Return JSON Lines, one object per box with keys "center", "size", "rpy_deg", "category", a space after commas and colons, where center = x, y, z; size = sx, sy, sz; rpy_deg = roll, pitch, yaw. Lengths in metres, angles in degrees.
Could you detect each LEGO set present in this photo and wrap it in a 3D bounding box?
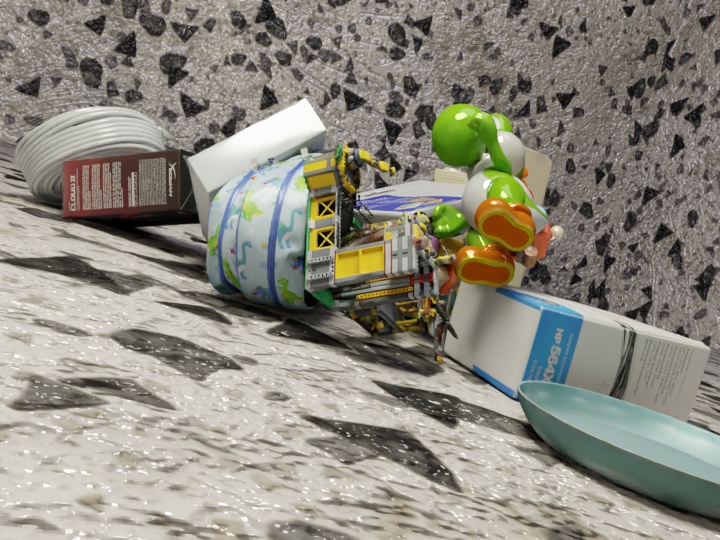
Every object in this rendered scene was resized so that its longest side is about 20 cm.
{"center": [0.036, -0.022, 0.653], "size": [0.114, 0.156, 0.200], "rpy_deg": [-10, -35, 22], "category": "LEGO set"}

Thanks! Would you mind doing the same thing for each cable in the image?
{"center": [-0.372, -0.155, 1.034], "size": [0.197, 0.070, 0.200], "rpy_deg": [-22, -10, 3], "category": "cable"}

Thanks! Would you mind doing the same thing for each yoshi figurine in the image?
{"center": [0.108, -0.089, 0.704], "size": [0.111, 0.202, 0.113], "rpy_deg": [-17, -50, 21], "category": "yoshi figurine"}

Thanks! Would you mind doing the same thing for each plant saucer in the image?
{"center": [0.199, 0.122, 0.501], "size": [0.196, 0.028, 0.200], "rpy_deg": [16, 5, -1], "category": "plant saucer"}

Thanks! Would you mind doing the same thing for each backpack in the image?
{"center": [-0.071, -0.035, 0.732], "size": [0.151, 0.166, 0.200], "rpy_deg": [8, 17, -8], "category": "backpack"}

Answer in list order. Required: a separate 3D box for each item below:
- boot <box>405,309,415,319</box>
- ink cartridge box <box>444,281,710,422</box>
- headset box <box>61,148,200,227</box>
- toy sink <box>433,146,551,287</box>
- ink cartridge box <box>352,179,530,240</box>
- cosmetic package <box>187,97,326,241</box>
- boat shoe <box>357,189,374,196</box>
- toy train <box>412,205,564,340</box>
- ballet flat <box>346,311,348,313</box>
{"center": [0.074, -0.012, 0.948], "size": [0.071, 0.147, 0.200], "rpy_deg": [18, 6, 5], "category": "boot"}
{"center": [0.201, 0.075, 0.704], "size": [0.197, 0.086, 0.146], "rpy_deg": [15, 5, -21], "category": "ink cartridge box"}
{"center": [-0.275, -0.101, 0.959], "size": [0.196, 0.077, 0.148], "rpy_deg": [-2, -2, 20], "category": "headset box"}
{"center": [0.174, -0.084, 1.071], "size": [0.129, 0.204, 0.111], "rpy_deg": [10, 6, -38], "category": "toy sink"}
{"center": [0.068, -0.072, 0.890], "size": [0.195, 0.048, 0.199], "rpy_deg": [-16, 14, -34], "category": "ink cartridge box"}
{"center": [-0.120, -0.099, 0.871], "size": [0.052, 0.149, 0.200], "rpy_deg": [57, -16, 14], "category": "cosmetic package"}
{"center": [0.033, -0.068, 1.066], "size": [0.073, 0.076, 0.198], "rpy_deg": [20, 7, 40], "category": "boat shoe"}
{"center": [0.130, 0.017, 0.788], "size": [0.147, 0.056, 0.202], "rpy_deg": [1, -38, -6], "category": "toy train"}
{"center": [0.000, 0.000, 0.875], "size": [0.067, 0.069, 0.200], "rpy_deg": [-13, 18, 2], "category": "ballet flat"}
